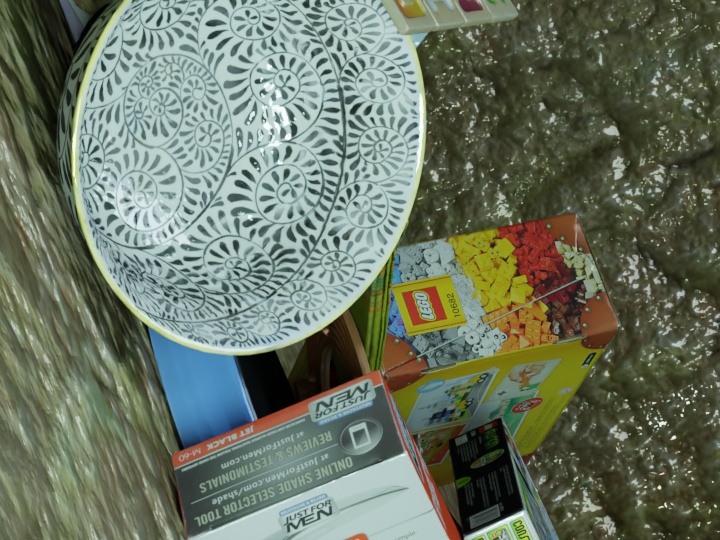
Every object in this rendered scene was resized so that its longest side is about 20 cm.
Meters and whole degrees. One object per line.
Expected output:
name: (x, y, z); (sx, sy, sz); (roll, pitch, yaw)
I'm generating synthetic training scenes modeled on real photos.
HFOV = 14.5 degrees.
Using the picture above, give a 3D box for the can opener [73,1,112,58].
can opener: (-0.077, -0.055, 1.443); (0.200, 0.063, 0.079); (49, 11, 11)

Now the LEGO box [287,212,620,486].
LEGO box: (0.046, 0.057, 1.650); (0.200, 0.148, 0.077); (116, -42, -59)

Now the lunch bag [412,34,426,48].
lunch bag: (-0.027, -0.235, 1.545); (0.200, 0.127, 0.170); (29, 21, -51)

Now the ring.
ring: (-0.008, 0.107, 1.526); (0.200, 0.019, 0.201); (170, -90, -80)

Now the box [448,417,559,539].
box: (0.086, 0.153, 1.474); (0.200, 0.035, 0.110); (-94, 159, -79)

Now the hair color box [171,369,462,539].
hair color box: (-0.002, 0.152, 1.356); (0.064, 0.110, 0.200); (-108, 175, -49)

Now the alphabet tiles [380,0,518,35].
alphabet tiles: (0.009, -0.191, 1.380); (0.167, 0.006, 0.200); (61, 27, 6)

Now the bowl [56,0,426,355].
bowl: (-0.075, -0.066, 1.339); (0.094, 0.201, 0.201); (12, -47, 52)

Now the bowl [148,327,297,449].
bowl: (-0.056, 0.087, 1.460); (0.201, 0.039, 0.201); (-21, 90, -85)

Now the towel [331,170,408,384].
towel: (0.000, 0.000, 1.475); (0.200, 0.018, 0.086); (96, -19, -56)

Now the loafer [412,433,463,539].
loafer: (0.045, 0.179, 1.561); (0.073, 0.071, 0.201); (113, -34, -70)

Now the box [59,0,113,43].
box: (-0.158, -0.191, 1.524); (0.039, 0.041, 0.201); (-29, 98, -85)
